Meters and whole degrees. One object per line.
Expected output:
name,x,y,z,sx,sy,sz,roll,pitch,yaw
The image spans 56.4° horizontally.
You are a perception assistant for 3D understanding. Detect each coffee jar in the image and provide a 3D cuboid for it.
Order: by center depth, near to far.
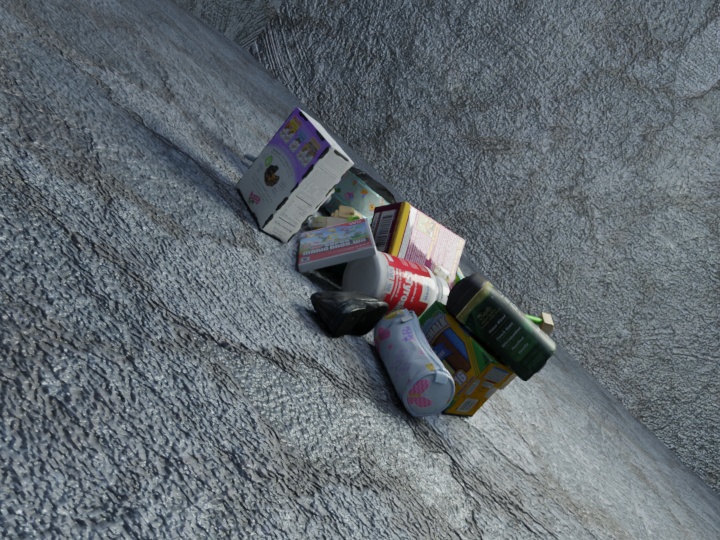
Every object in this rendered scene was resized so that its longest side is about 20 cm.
coffee jar,0.237,0.091,1.157,0.200,0.085,0.104,43,10,9

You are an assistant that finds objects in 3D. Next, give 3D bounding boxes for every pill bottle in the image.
pill bottle,0.072,0.034,1.281,0.198,0.113,0.113,15,26,-37

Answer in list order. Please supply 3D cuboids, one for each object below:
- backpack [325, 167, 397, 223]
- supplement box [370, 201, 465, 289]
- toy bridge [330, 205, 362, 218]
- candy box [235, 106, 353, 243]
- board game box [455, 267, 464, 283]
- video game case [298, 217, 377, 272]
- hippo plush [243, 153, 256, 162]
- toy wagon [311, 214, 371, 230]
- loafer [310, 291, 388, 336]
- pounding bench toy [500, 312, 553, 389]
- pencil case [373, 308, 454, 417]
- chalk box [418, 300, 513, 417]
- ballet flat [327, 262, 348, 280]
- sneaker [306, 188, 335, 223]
backpack,-0.004,-0.182,1.769,0.176,0.154,0.200,43,3,20
supplement box,0.114,-0.043,1.433,0.199,0.132,0.103,29,-21,-34
toy bridge,-0.031,-0.127,1.602,0.066,0.028,0.200,9,-2,-9
candy box,-0.129,-0.181,1.269,0.071,0.200,0.168,30,17,-43
board game box,0.200,0.025,1.666,0.201,0.104,0.103,62,13,15
video game case,-0.046,-0.051,1.269,0.200,0.141,0.018,-101,177,-71
hippo plush,-0.133,-0.211,1.543,0.160,0.198,0.161,63,0,45
toy wagon,-0.007,-0.093,1.503,0.198,0.040,0.154,9,-2,-34
loafer,-0.012,0.061,1.116,0.072,0.073,0.200,41,10,21
pounding bench toy,0.339,0.142,1.594,0.156,0.200,0.124,39,16,-14
pencil case,0.084,0.144,1.076,0.083,0.091,0.200,35,15,-26
chalk box,0.155,0.145,1.211,0.200,0.124,0.124,50,15,33
ballet flat,0.000,0.000,1.342,0.200,0.074,0.074,41,10,-36
sneaker,-0.117,-0.155,1.420,0.076,0.116,0.201,41,13,-1
